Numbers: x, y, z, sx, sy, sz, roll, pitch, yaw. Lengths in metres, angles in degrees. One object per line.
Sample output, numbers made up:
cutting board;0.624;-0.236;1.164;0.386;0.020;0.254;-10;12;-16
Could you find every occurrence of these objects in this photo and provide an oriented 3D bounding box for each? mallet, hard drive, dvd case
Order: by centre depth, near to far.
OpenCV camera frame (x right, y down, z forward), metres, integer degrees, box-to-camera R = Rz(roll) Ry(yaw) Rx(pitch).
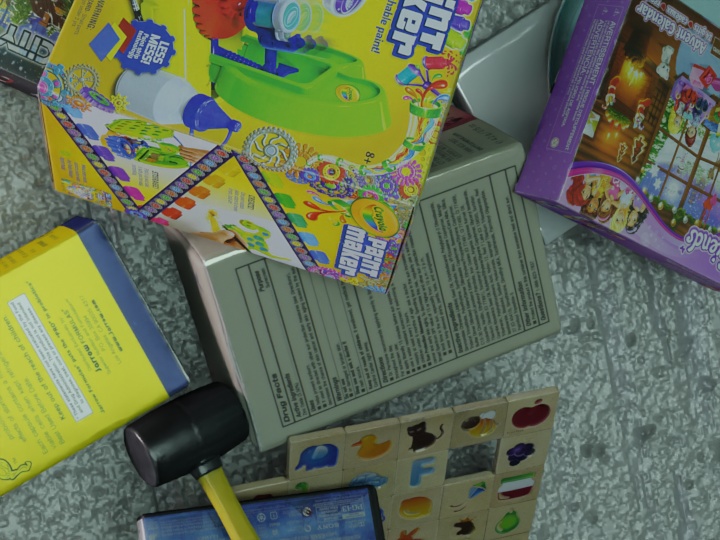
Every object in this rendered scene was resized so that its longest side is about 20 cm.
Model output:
mallet;-0.067;0.160;0.896;0.066;0.041;0.200;-18;76;-24
dvd case;-0.042;0.227;0.917;0.143;0.018;0.200;-4;75;-21
hard drive;0.165;-0.125;1.065;0.200;0.027;0.132;-34;102;-12

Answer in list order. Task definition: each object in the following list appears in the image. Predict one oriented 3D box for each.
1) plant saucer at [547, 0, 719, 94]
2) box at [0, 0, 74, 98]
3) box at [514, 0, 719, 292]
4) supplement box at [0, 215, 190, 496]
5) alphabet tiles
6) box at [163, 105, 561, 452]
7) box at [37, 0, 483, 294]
plant saucer;0.208;-0.127;1.050;0.200;0.027;0.200;-1;95;-15
box;-0.217;-0.188;0.931;0.200;0.038;0.137;23;79;-21
box;0.190;-0.075;0.975;0.200;0.039;0.137;22;88;-40
supplement box;-0.215;0.064;0.929;0.200;0.109;0.110;-30;100;-11
alphabet tiles;0.017;0.146;0.998;0.200;0.008;0.167;-9;135;-15
box;0.000;0.000;0.972;0.200;0.109;0.128;-20;114;-13
box;-0.042;-0.123;0.866;0.193;0.122;0.200;17;67;0
